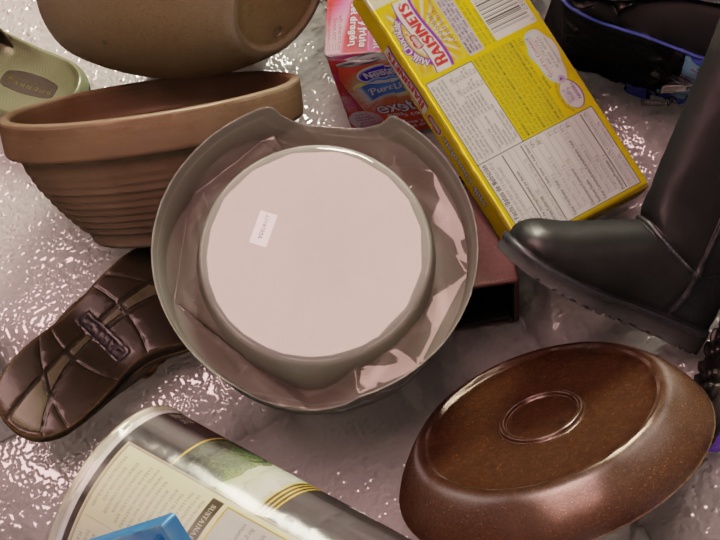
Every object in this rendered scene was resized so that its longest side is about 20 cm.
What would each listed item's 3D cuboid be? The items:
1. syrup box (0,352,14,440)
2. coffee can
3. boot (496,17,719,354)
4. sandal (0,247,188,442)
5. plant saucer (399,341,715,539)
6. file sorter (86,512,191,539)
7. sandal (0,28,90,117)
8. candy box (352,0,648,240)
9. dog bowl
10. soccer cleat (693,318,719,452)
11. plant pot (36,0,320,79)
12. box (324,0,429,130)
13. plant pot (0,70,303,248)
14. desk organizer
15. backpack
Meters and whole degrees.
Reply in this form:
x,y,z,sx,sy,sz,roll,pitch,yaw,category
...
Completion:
x,y,z,sx,sy,sz,roll,pitch,yaw,category
-0.325,0.098,1.755,0.199,0.082,0.079,-26,58,-3,syrup box
-0.068,0.188,1.606,0.199,0.147,0.147,26,70,25,coffee can
0.191,-0.067,1.641,0.201,0.164,0.066,-61,34,11,boot
-0.154,0.049,1.753,0.082,0.055,0.200,44,63,10,sandal
0.113,0.099,1.620,0.199,0.035,0.201,-16,26,8,plant saucer
-0.127,0.262,1.509,0.138,0.201,0.123,-21,13,48,file sorter
-0.282,-0.151,1.896,0.199,0.057,0.080,13,65,19,sandal
0.088,-0.112,1.710,0.102,0.026,0.201,-27,78,-20,candy box
-0.027,-0.003,1.655,0.198,0.059,0.202,-1,68,2,dog bowl
0.265,0.029,1.667,0.073,0.068,0.201,27,76,-7,soccer cleat
-0.101,-0.210,1.792,0.134,0.201,0.201,28,70,33,plant pot
0.033,-0.203,1.826,0.095,0.100,0.201,-4,60,11,box
-0.133,-0.070,1.772,0.199,0.201,0.094,-5,101,11,plant pot
0.000,0.000,1.721,0.198,0.072,0.078,-9,66,-1,desk organizer
0.233,-0.190,1.752,0.199,0.135,0.184,19,67,3,backpack
